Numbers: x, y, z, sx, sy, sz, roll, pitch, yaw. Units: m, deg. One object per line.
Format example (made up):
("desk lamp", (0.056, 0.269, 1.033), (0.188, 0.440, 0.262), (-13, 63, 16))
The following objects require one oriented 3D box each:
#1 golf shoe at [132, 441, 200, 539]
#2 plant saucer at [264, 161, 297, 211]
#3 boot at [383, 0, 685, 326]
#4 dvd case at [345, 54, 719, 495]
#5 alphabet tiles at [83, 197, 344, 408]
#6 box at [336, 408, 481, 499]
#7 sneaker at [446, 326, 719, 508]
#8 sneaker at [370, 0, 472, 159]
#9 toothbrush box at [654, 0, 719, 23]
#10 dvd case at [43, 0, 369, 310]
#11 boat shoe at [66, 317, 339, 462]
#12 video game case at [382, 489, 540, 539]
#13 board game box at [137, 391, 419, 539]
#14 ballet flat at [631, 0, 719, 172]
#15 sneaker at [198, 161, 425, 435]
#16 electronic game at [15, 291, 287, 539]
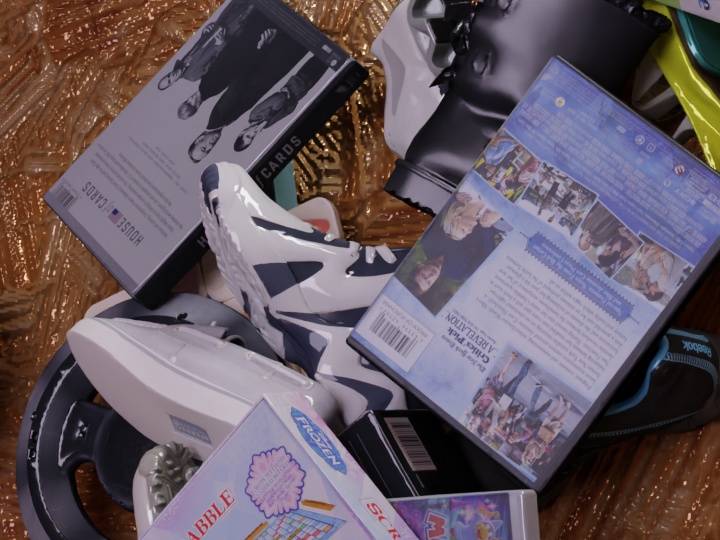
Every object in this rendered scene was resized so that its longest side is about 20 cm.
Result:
("golf shoe", (-0.118, 0.200, 1.654), (0.097, 0.078, 0.200), (-6, 103, 26))
("plant saucer", (-0.071, -0.019, 1.787), (0.070, 0.019, 0.200), (-20, 65, 27))
("boot", (0.123, -0.079, 1.592), (0.198, 0.073, 0.163), (28, 90, 11))
("dvd case", (0.103, 0.002, 1.541), (0.143, 0.018, 0.200), (38, 96, 18))
("alphabet tiles", (-0.086, 0.043, 1.754), (0.196, 0.015, 0.200), (-24, 68, 25))
("box", (0.022, 0.198, 1.580), (0.141, 0.079, 0.200), (-38, 69, 23))
("sneaker", (0.111, 0.078, 1.595), (0.200, 0.082, 0.073), (-30, 63, 23))
("sneaker", (0.061, -0.072, 1.694), (0.089, 0.074, 0.200), (-38, 62, 44))
("toothbrush box", (0.174, -0.238, 1.628), (0.200, 0.086, 0.146), (25, 58, 35))
("dvd case", (-0.100, -0.083, 1.783), (0.200, 0.025, 0.150), (-47, 39, 0))
("boat shoe", (-0.093, 0.063, 1.664), (0.069, 0.072, 0.200), (-40, 36, -26))
("video game case", (0.011, 0.196, 1.533), (0.200, 0.018, 0.143), (-7, 85, 32))
("board game box", (-0.044, 0.205, 1.531), (0.200, 0.041, 0.200), (-48, 67, 22))
("ballet flat", (0.193, -0.093, 1.613), (0.067, 0.067, 0.200), (-38, 59, 22))
("sneaker", (0.000, 0.000, 1.674), (0.130, 0.080, 0.199), (-30, 72, -16))
("electronic game", (-0.125, 0.111, 1.729), (0.200, 0.042, 0.200), (-7, 73, 26))
